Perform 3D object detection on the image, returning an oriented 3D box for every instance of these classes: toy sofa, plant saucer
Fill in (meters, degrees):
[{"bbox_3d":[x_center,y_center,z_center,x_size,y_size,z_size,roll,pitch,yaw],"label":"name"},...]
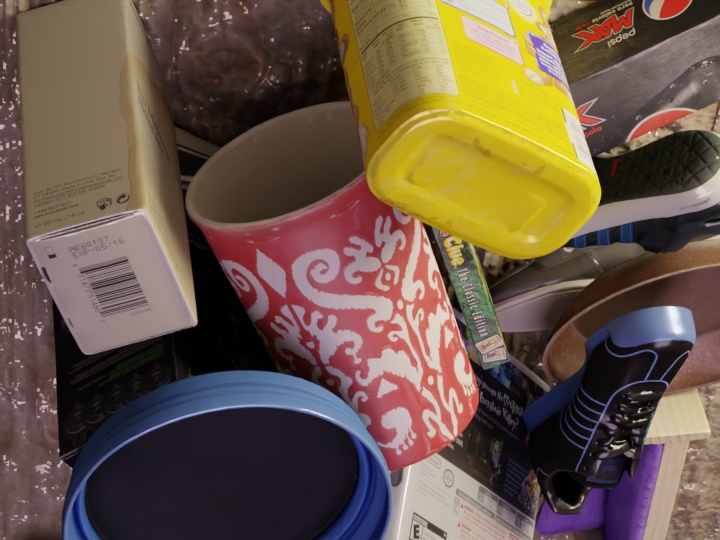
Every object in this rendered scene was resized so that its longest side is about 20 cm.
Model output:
[{"bbox_3d":[0.190,0.157,1.694,0.098,0.083,0.200,-3,135,-8],"label":"toy sofa"},{"bbox_3d":[0.218,0.028,1.542,0.200,0.037,0.200,-8,153,-4],"label":"plant saucer"}]

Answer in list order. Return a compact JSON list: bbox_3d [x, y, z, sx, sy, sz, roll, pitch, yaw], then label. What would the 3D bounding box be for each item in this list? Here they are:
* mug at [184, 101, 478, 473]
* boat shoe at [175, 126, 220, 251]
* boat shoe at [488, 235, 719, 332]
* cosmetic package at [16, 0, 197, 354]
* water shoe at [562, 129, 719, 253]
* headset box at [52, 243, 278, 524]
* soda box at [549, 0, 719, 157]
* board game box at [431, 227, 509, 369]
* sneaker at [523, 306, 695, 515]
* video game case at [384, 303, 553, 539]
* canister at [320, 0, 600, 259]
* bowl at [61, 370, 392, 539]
[{"bbox_3d":[0.006,0.003,1.409,0.178,0.133,0.200,-41,123,-30],"label":"mug"},{"bbox_3d":[-0.075,-0.034,1.468,0.200,0.064,0.071,16,129,-25],"label":"boat shoe"},{"bbox_3d":[0.170,-0.009,1.555,0.200,0.057,0.067,-17,153,13],"label":"boat shoe"},{"bbox_3d":[-0.150,-0.061,1.332,0.073,0.200,0.104,-15,136,5],"label":"cosmetic package"},{"bbox_3d":[0.169,-0.034,1.454,0.200,0.072,0.079,-7,141,48],"label":"water shoe"},{"bbox_3d":[-0.114,0.084,1.482,0.093,0.200,0.174,-27,132,16],"label":"headset box"},{"bbox_3d":[0.172,-0.130,1.419,0.200,0.063,0.071,-24,134,14],"label":"soda box"},{"bbox_3d":[0.056,-0.034,1.450,0.023,0.105,0.200,-15,142,5],"label":"board game box"},{"bbox_3d":[0.172,0.096,1.531,0.070,0.078,0.200,0,152,-22],"label":"sneaker"},{"bbox_3d":[0.073,0.135,1.560,0.023,0.182,0.200,-1,158,30],"label":"video game case"},{"bbox_3d":[0.055,-0.113,1.317,0.148,0.200,0.087,23,125,-29],"label":"canister"},{"bbox_3d":[-0.081,0.139,1.375,0.200,0.039,0.201,-7,132,-8],"label":"bowl"}]
